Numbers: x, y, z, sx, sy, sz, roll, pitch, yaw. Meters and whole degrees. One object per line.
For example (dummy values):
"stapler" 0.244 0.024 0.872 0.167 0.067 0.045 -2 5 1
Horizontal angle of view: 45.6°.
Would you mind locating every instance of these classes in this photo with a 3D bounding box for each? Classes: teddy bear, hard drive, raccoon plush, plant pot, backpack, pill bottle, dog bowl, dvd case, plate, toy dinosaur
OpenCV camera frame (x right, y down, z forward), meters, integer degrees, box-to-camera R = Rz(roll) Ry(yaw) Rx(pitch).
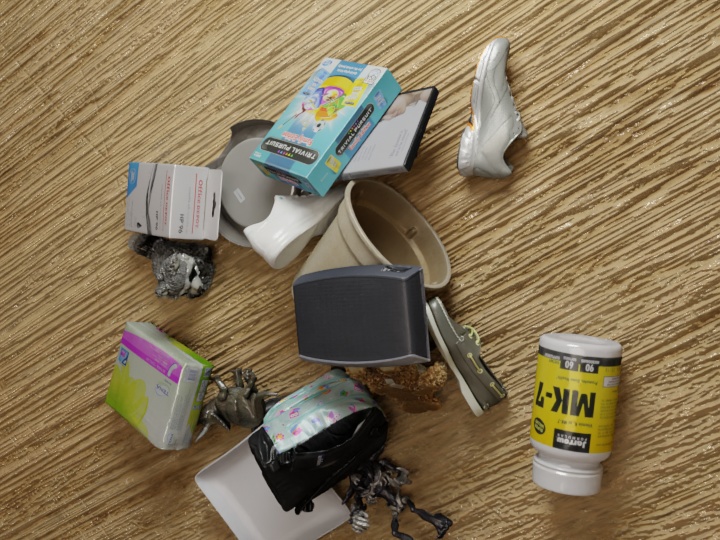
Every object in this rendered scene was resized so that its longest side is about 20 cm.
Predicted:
"teddy bear" 0.051 0.143 1.236 0.144 0.199 0.068 -24 51 41
"hard drive" -0.005 0.063 1.138 0.197 0.042 0.138 -4 92 33
"raccoon plush" -0.335 -0.003 1.408 0.197 0.134 0.099 10 96 21
"plant pot" 0.000 0.000 1.258 0.183 0.200 0.202 -43 76 28
"backpack" -0.059 0.242 1.260 0.198 0.168 0.127 -32 55 -15
"pill bottle" 0.292 0.194 1.173 0.112 0.114 0.204 6 94 21
"dog bowl" -0.157 -0.138 1.375 0.197 0.059 0.204 0 91 22
"dvd case" 0.011 -0.193 1.236 0.198 0.018 0.144 -3 56 40
"plate" -0.140 0.357 1.378 0.199 0.032 0.201 -37 91 20
"toy dinosaur" -0.190 0.214 1.387 0.197 0.077 0.104 -9 94 32

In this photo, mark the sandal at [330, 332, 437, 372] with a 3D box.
"sandal" 0.039 0.109 1.304 0.198 0.081 0.055 -25 60 28

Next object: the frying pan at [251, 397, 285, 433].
"frying pan" -0.100 0.253 1.381 0.188 0.031 0.117 -21 85 24

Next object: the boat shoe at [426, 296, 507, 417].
"boat shoe" 0.147 0.115 1.225 0.060 0.072 0.204 -28 111 4

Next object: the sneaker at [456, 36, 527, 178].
"sneaker" 0.201 -0.229 1.228 0.090 0.076 0.204 13 104 13

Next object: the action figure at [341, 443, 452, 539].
"action figure" 0.040 0.343 1.286 0.199 0.102 0.120 37 91 16

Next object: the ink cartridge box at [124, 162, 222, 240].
"ink cartridge box" -0.305 -0.113 1.387 0.198 0.067 0.118 9 96 48

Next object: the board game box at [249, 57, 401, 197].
"board game box" -0.053 -0.215 1.255 0.150 0.047 0.201 23 73 47

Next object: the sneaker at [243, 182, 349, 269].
"sneaker" -0.087 -0.090 1.281 0.088 0.199 0.076 39 144 20

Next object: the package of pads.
"package of pads" -0.339 0.192 1.421 0.198 0.068 0.157 23 100 42
